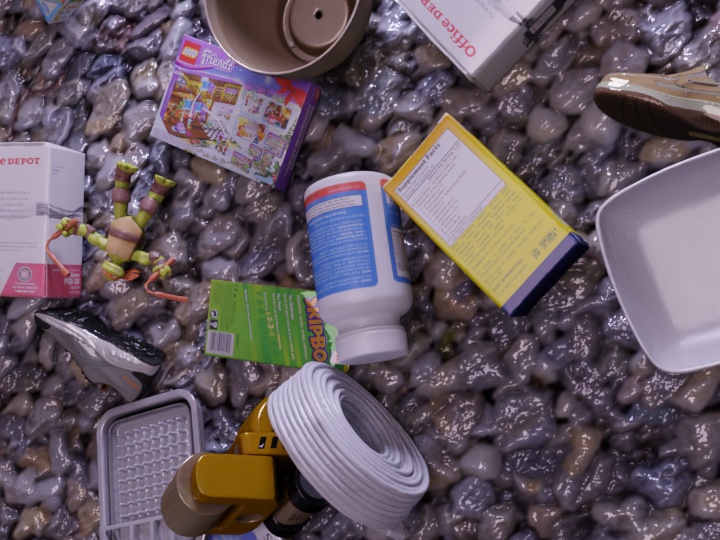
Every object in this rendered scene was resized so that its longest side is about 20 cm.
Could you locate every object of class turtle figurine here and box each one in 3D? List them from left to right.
[{"bbox_3d":[-0.296,-0.049,1.174,0.197,0.064,0.164,21,91,1],"label":"turtle figurine"}]

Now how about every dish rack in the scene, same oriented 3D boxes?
[{"bbox_3d":[-0.256,0.264,1.136,0.169,0.043,0.204,-18,69,25],"label":"dish rack"}]

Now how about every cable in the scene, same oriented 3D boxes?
[{"bbox_3d":[-0.012,0.189,0.986,0.069,0.199,0.201,-44,52,12],"label":"cable"}]

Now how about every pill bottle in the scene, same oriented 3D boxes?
[{"bbox_3d":[0.000,0.000,1.024,0.110,0.112,0.204,-12,76,19],"label":"pill bottle"}]

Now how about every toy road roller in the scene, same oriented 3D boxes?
[{"bbox_3d":[-0.128,0.222,1.041,0.123,0.197,0.148,-52,40,48],"label":"toy road roller"}]

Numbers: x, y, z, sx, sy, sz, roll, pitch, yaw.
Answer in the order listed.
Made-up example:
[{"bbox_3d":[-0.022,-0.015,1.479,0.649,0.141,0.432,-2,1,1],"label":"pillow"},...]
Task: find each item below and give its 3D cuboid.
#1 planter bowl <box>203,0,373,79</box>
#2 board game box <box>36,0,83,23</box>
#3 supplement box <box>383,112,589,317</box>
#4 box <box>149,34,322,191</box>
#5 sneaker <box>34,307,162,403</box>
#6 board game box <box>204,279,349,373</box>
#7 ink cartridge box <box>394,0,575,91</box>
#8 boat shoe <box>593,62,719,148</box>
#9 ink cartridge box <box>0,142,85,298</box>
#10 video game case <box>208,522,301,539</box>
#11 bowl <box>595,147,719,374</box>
[{"bbox_3d":[-0.067,-0.317,1.060,0.196,0.134,0.205,-1,88,20],"label":"planter bowl"},{"bbox_3d":[-0.423,-0.457,1.202,0.133,0.034,0.202,-26,93,41],"label":"board game box"},{"bbox_3d":[0.139,-0.058,0.987,0.109,0.109,0.200,-47,75,12],"label":"supplement box"},{"bbox_3d":[-0.160,-0.200,1.140,0.197,0.039,0.139,24,97,20],"label":"box"},{"bbox_3d":[-0.357,0.107,1.187,0.198,0.074,0.081,27,102,19],"label":"sneaker"},{"bbox_3d":[-0.099,0.069,1.114,0.196,0.030,0.098,6,90,22],"label":"board game box"},{"bbox_3d":[0.155,-0.326,1.004,0.200,0.083,0.146,-45,75,14],"label":"ink cartridge box"},{"bbox_3d":[0.348,-0.181,0.944,0.197,0.072,0.077,18,80,13],"label":"boat shoe"},{"bbox_3d":[-0.456,-0.066,1.222,0.144,0.083,0.204,2,89,21],"label":"ink cartridge box"},{"bbox_3d":[-0.145,0.402,1.110,0.199,0.045,0.183,-39,75,15],"label":"video game case"},{"bbox_3d":[0.358,-0.010,0.922,0.197,0.074,0.203,-23,80,17],"label":"bowl"}]
